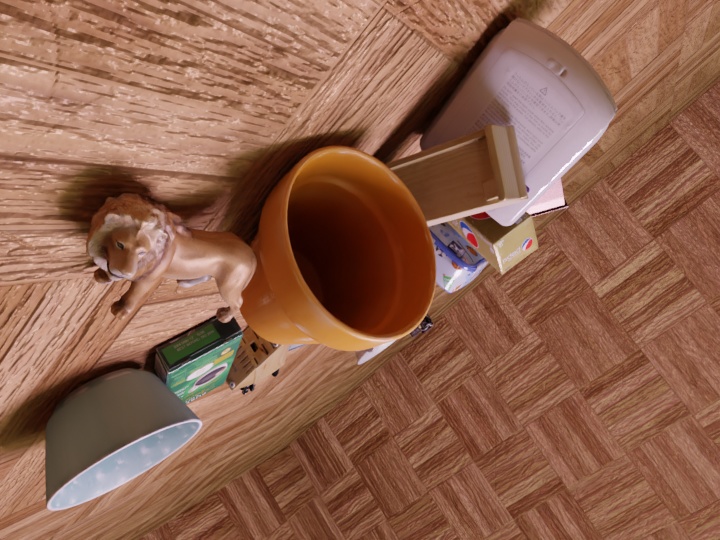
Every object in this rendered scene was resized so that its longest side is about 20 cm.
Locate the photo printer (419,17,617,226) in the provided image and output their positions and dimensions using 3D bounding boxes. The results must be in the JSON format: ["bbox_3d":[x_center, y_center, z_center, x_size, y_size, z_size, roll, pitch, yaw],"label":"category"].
[{"bbox_3d":[0.182,-0.173,0.665,0.070,0.166,0.201,-47,177,-46],"label":"photo printer"}]

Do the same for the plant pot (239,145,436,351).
[{"bbox_3d":[-0.046,-0.002,0.627,0.198,0.204,0.182,-23,177,-43],"label":"plant pot"}]

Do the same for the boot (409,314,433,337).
[{"bbox_3d":[0.080,0.035,1.045,0.068,0.176,0.201,-32,166,-12],"label":"boot"}]

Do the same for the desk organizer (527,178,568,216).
[{"bbox_3d":[0.244,-0.173,0.837,0.070,0.203,0.078,-14,130,14],"label":"desk organizer"}]

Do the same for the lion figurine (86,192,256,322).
[{"bbox_3d":[-0.153,-0.011,0.499,0.122,0.073,0.198,-43,158,28],"label":"lion figurine"}]

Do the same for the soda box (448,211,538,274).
[{"bbox_3d":[0.167,-0.088,0.822,0.067,0.201,0.065,-34,133,-3],"label":"soda box"}]

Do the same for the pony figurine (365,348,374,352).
[{"bbox_3d":[-0.031,0.042,0.826,0.194,0.172,0.194,-1,164,1],"label":"pony figurine"}]

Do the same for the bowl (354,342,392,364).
[{"bbox_3d":[0.048,0.161,1.553,0.199,0.091,0.202,-34,165,-10],"label":"bowl"}]

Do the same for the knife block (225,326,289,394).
[{"bbox_3d":[-0.169,0.147,1.020,0.199,0.065,0.175,-43,166,19],"label":"knife block"}]

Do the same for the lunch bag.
[{"bbox_3d":[0.144,-0.047,0.995,0.076,0.161,0.199,-49,166,23],"label":"lunch bag"}]

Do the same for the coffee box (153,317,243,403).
[{"bbox_3d":[-0.251,0.146,0.849,0.121,0.044,0.201,-28,163,-33],"label":"coffee box"}]

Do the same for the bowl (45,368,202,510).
[{"bbox_3d":[-0.316,0.202,0.726,0.198,0.106,0.202,-32,164,-10],"label":"bowl"}]

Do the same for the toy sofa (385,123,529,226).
[{"bbox_3d":[0.096,-0.102,0.676,0.196,0.085,0.097,-13,180,37],"label":"toy sofa"}]

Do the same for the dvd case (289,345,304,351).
[{"bbox_3d":[-0.081,0.099,1.131,0.143,0.022,0.201,-16,157,-35],"label":"dvd case"}]
